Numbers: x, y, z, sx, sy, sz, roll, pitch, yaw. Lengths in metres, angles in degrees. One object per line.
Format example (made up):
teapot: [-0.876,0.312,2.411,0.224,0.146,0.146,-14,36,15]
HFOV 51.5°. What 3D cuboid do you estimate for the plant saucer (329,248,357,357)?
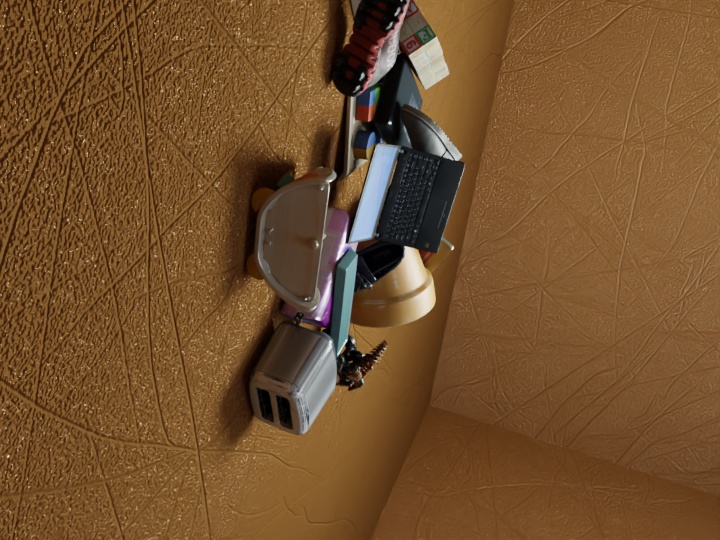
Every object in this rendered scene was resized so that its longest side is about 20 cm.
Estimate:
plant saucer: [-0.031,0.062,1.304,0.070,0.019,0.200,-55,158,-55]

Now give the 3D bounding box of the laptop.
laptop: [0.083,-0.120,1.306,0.103,0.200,0.177,-124,-131,-68]

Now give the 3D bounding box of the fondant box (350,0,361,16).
fondant box: [0.033,-0.483,1.186,0.200,0.058,0.144,68,40,-67]

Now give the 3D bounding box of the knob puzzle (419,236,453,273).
knob puzzle: [0.089,-0.077,1.582,0.030,0.220,0.220,-48,154,-31]

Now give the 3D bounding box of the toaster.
toaster: [-0.111,0.178,1.231,0.200,0.114,0.129,92,21,-49]

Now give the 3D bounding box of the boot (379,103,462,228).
boot: [0.082,-0.180,1.380,0.200,0.073,0.182,-49,123,1]

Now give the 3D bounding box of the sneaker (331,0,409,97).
sneaker: [0.028,-0.368,1.167,0.098,0.071,0.200,-34,158,-53]

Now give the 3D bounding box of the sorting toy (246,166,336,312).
sorting toy: [-0.087,-0.072,1.101,0.180,0.107,0.200,-63,163,-65]

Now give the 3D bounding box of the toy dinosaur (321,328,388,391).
toy dinosaur: [-0.026,0.178,1.503,0.200,0.136,0.102,-36,-165,15]

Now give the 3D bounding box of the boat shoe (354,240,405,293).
boat shoe: [0.000,0.000,1.398,0.075,0.200,0.062,59,-4,-12]

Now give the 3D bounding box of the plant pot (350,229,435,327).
plant pot: [0.045,-0.011,1.523,0.200,0.200,0.183,-53,139,-57]

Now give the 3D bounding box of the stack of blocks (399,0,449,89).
stack of blocks: [0.101,-0.425,1.384,0.059,0.115,0.200,-32,169,9]

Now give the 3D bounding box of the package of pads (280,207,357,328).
package of pads: [-0.064,-0.004,1.293,0.121,0.076,0.200,40,66,-73]

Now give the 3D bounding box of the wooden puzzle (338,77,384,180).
wooden puzzle: [0.018,-0.279,1.380,0.185,0.046,0.200,-51,153,-60]

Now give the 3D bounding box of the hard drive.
hard drive: [0.076,-0.307,1.428,0.200,0.033,0.140,41,62,-73]
